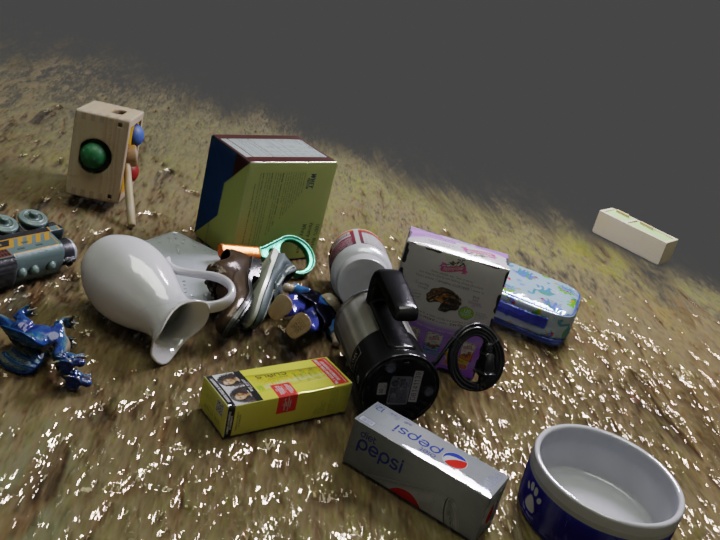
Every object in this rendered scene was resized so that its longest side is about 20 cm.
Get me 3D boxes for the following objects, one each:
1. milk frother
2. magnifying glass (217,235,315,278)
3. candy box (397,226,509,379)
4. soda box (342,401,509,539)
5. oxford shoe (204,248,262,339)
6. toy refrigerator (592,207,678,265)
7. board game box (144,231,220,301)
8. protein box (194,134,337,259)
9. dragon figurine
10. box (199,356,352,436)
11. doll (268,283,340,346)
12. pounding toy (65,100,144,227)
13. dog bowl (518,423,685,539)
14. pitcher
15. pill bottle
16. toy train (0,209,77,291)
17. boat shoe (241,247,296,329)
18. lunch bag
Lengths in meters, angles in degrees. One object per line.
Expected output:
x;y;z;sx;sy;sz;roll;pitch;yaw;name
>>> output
0.083;0.110;1.244;0.198;0.182;0.189;20;21;-23;milk frother
-0.164;-0.029;1.504;0.198;0.022;0.081;3;62;-39;magnifying glass
0.130;0.052;1.351;0.165;0.202;0.072;16;23;1;candy box
0.079;0.248;1.056;0.198;0.069;0.063;27;25;23;soda box
-0.209;0.034;1.313;0.084;0.073;0.201;28;26;-17;oxford shoe
0.711;-0.093;2.191;0.075;0.071;0.199;-11;35;-45;toy refrigerator
-0.300;0.004;1.408;0.198;0.026;0.199;26;26;20;board game box
-0.177;-0.135;1.571;0.198;0.201;0.135;-7;32;-41;protein box
-0.431;0.093;1.092;0.197;0.060;0.100;17;23;-1;dragon figurine
-0.111;0.167;1.137;0.198;0.051;0.075;-4;29;-37;box
-0.077;0.068;1.348;0.136;0.049;0.200;44;13;8;doll
-0.468;-0.205;1.599;0.140;0.187;0.200;11;15;-8;pounding toy
0.308;0.290;1.092;0.197;0.080;0.201;13;23;-6;dog bowl
-0.297;0.023;1.238;0.199;0.122;0.171;35;47;26;pitcher
0.000;0.000;1.460;0.108;0.111;0.200;12;14;-7;pill bottle
-0.528;-0.028;1.280;0.114;0.086;0.199;39;29;20;toy train
-0.144;0.035;1.382;0.061;0.073;0.201;34;28;-14;boat shoe
0.307;0.059;1.593;0.198;0.083;0.161;21;23;13;lunch bag
